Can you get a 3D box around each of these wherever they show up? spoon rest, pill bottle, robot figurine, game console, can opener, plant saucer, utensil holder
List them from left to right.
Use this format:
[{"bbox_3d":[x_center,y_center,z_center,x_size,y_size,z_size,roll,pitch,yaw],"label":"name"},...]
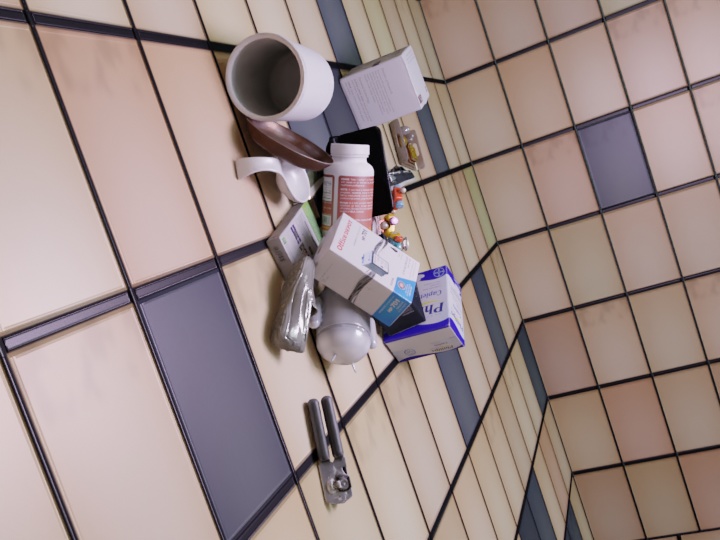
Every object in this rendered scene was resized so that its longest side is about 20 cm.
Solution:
[{"bbox_3d":[-0.160,-0.190,1.518,0.200,0.060,0.100,6,69,-56],"label":"spoon rest"},{"bbox_3d":[-0.159,-0.389,1.573,0.200,0.169,0.171,-27,99,-72],"label":"utensil holder"},{"bbox_3d":[-0.148,-0.254,1.546,0.199,0.035,0.200,27,16,-8],"label":"plant saucer"},{"bbox_3d":[-0.060,0.341,1.443,0.067,0.053,0.201,120,-42,-74],"label":"can opener"},{"bbox_3d":[-0.036,0.109,1.568,0.169,0.113,0.201,19,50,-28],"label":"robot figurine"},{"bbox_3d":[-0.027,-0.175,1.669,0.112,0.112,0.201,-23,118,-69],"label":"pill bottle"},{"bbox_3d":[-0.006,-0.216,1.781,0.176,0.116,0.201,164,-83,-82],"label":"game console"}]

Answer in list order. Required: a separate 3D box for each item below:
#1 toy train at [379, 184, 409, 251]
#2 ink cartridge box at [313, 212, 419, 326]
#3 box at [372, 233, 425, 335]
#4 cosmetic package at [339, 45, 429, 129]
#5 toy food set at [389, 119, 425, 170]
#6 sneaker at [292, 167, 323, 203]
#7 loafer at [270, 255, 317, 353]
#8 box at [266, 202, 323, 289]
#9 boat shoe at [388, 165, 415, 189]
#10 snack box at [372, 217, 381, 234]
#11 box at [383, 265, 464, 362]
[{"bbox_3d":[0.082,-0.127,2.062,0.150,0.055,0.201,119,-28,-57],"label":"toy train"},{"bbox_3d":[0.011,-0.003,1.548,0.200,0.086,0.147,34,35,-12],"label":"ink cartridge box"},{"bbox_3d":[0.063,0.037,1.857,0.200,0.107,0.149,50,21,-45],"label":"box"},{"bbox_3d":[0.074,-0.530,2.214,0.166,0.199,0.165,65,22,-19],"label":"cosmetic package"},{"bbox_3d":[0.165,-0.422,2.558,0.200,0.060,0.144,2,72,-68],"label":"toy food set"},{"bbox_3d":[-0.118,-0.232,1.685,0.200,0.067,0.090,-67,141,-55],"label":"sneaker"},{"bbox_3d":[-0.115,0.064,1.437,0.070,0.070,0.201,28,56,-23],"label":"loafer"},{"bbox_3d":[-0.122,-0.043,1.582,0.145,0.036,0.200,65,23,-20],"label":"box"},{"bbox_3d":[0.116,-0.288,2.310,0.200,0.075,0.061,-46,122,-67],"label":"boat shoe"},{"bbox_3d":[0.035,-0.073,2.011,0.072,0.024,0.201,43,36,-56],"label":"snack box"},{"bbox_3d":[0.162,0.112,1.966,0.105,0.183,0.201,54,28,-43],"label":"box"}]
